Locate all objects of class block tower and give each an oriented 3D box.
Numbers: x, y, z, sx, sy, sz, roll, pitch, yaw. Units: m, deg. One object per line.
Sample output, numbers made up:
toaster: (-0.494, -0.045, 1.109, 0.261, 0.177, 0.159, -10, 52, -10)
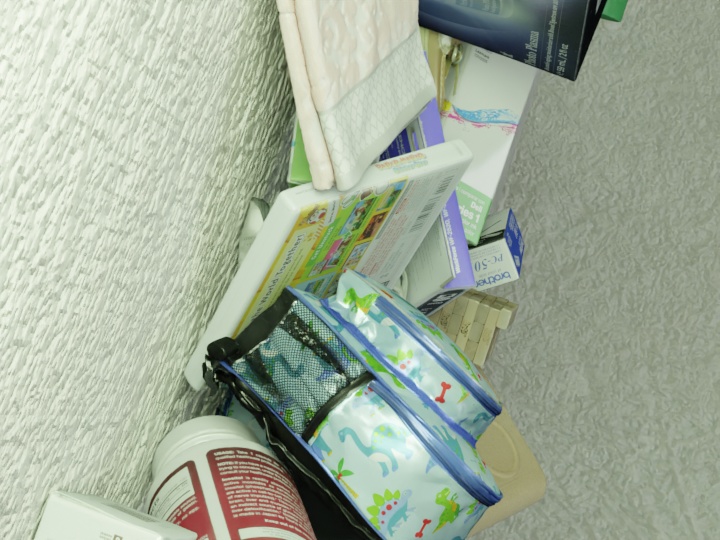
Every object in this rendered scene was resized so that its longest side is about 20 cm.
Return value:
block tower: (0.037, 0.024, 1.664, 0.054, 0.198, 0.058, -34, 142, -76)

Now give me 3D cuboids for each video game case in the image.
video game case: (-0.024, -0.004, 1.362, 0.181, 0.023, 0.201, -19, 152, -42)

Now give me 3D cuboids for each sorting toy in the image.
sorting toy: (0.076, 0.145, 1.737, 0.036, 0.201, 0.184, -33, 169, 35)

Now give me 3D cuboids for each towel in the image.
towel: (-0.001, -0.175, 1.285, 0.200, 0.032, 0.193, -49, 133, -58)

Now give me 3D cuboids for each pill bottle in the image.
pill bottle: (-0.088, 0.190, 1.295, 0.200, 0.112, 0.114, -116, -143, -57)

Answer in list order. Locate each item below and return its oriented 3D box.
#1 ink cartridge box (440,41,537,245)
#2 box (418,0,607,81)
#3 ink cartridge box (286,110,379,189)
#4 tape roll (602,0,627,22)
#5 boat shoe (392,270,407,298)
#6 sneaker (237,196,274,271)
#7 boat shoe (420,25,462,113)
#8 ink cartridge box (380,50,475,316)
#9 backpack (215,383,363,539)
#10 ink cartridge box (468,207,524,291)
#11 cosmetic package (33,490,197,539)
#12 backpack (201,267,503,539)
ink cartridge box: (0.070, -0.132, 1.720, 0.144, 0.084, 0.202, 4, -109, 57)
box: (0.102, -0.263, 1.464, 0.200, 0.197, 0.124, 80, 32, -73)
ink cartridge box: (-0.011, -0.141, 1.408, 0.104, 0.059, 0.202, 79, 17, -74)
tape roll: (0.165, -0.292, 1.814, 0.200, 0.198, 0.049, -20, 129, -80)
boat shoe: (0.004, -0.001, 1.537, 0.203, 0.074, 0.087, -111, -147, -41)
sneaker: (-0.063, 0.011, 1.434, 0.200, 0.074, 0.088, 88, 27, -67)
boat shoe: (0.067, -0.223, 1.598, 0.073, 0.062, 0.203, 158, -65, -75)
ink cartridge box: (0.044, -0.072, 1.534, 0.200, 0.043, 0.200, 141, -62, -73)
backpack: (-0.048, 0.132, 1.525, 0.200, 0.161, 0.156, -73, 166, -69)
ink cartridge box: (0.051, 0.004, 1.737, 0.094, 0.198, 0.045, -67, 136, -69)
cosmetic package: (-0.177, 0.245, 1.159, 0.113, 0.080, 0.202, 54, 56, -80)
backpack: (0.016, 0.105, 1.336, 0.147, 0.200, 0.183, -43, 158, 2)
